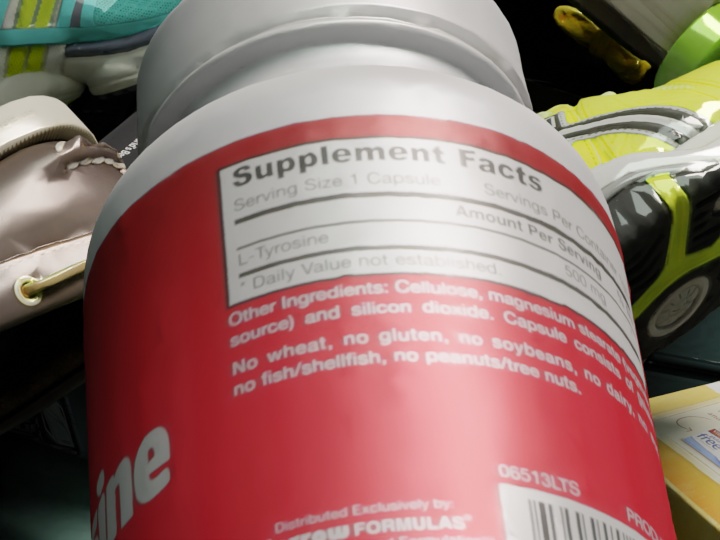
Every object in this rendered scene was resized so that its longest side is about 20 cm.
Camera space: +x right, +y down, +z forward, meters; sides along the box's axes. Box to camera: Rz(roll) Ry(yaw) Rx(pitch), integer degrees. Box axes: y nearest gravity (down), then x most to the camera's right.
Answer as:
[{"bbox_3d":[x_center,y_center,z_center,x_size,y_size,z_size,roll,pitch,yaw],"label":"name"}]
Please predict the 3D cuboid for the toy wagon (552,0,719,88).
[{"bbox_3d":[0.065,-0.102,0.905,0.155,0.040,0.200,42,5,16],"label":"toy wagon"}]

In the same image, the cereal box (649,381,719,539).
[{"bbox_3d":[0.175,0.066,0.748,0.199,0.040,0.144,-11,33,-30],"label":"cereal box"}]

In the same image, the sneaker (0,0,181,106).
[{"bbox_3d":[-0.087,-0.091,0.848,0.199,0.080,0.078,-18,17,2],"label":"sneaker"}]

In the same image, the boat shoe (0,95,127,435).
[{"bbox_3d":[-0.125,0.036,0.676,0.200,0.072,0.059,-38,66,-27],"label":"boat shoe"}]

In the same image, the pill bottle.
[{"bbox_3d":[0.002,0.035,0.562,0.112,0.113,0.201,2,49,-10],"label":"pill bottle"}]

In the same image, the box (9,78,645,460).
[{"bbox_3d":[0.000,0.000,0.810,0.157,0.050,0.200,19,32,17],"label":"box"}]

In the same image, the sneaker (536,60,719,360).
[{"bbox_3d":[0.030,-0.008,0.688,0.199,0.076,0.076,-31,61,-18],"label":"sneaker"}]
